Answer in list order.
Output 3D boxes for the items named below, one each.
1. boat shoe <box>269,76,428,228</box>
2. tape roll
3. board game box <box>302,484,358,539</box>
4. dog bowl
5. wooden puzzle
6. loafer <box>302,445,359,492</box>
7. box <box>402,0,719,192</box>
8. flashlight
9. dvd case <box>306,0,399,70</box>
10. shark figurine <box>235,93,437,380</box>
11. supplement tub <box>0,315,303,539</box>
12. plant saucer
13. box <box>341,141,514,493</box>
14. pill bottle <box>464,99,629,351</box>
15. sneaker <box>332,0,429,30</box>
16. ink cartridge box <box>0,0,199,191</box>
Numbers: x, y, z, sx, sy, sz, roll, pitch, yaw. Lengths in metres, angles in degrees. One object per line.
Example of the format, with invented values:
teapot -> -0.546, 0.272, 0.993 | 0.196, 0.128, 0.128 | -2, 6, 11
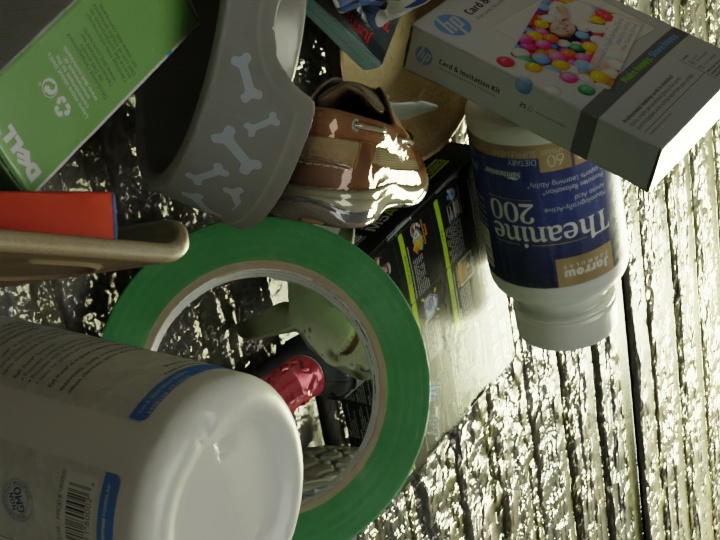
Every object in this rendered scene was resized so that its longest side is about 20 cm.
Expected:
boat shoe -> 0.000, -0.074, 0.950 | 0.200, 0.075, 0.073 | -48, 143, -75
tape roll -> -0.058, 0.071, 0.970 | 0.048, 0.198, 0.203 | 123, -17, -81
board game box -> -0.094, 0.255, 1.038 | 0.198, 0.041, 0.203 | -11, 116, -42
dog bowl -> -0.075, -0.127, 0.903 | 0.058, 0.200, 0.203 | 10, 91, -22
wooden puzzle -> -0.205, -0.013, 0.734 | 0.199, 0.183, 0.047 | -5, 88, -57
loafer -> -0.044, 0.172, 1.134 | 0.199, 0.069, 0.071 | -13, 115, -47
box -> 0.153, -0.146, 1.157 | 0.156, 0.199, 0.042 | -39, 150, -44
flashlight -> -0.059, 0.091, 1.077 | 0.199, 0.068, 0.068 | -31, 90, -44
dvd case -> -0.005, -0.255, 1.066 | 0.146, 0.022, 0.202 | 39, 58, -37
shark figurine -> -0.008, -0.014, 1.100 | 0.089, 0.127, 0.217 | 30, 55, -42
supplement tub -> -0.141, 0.100, 0.840 | 0.131, 0.198, 0.134 | -21, 117, -51
plant saucer -> 0.029, -0.179, 1.171 | 0.199, 0.035, 0.203 | -21, 115, -53
box -> 0.047, 0.033, 1.249 | 0.193, 0.047, 0.202 | -42, 132, -41
pill bottle -> 0.146, -0.044, 1.240 | 0.111, 0.110, 0.202 | -43, 132, -42
sneaker -> 0.047, -0.192, 0.968 | 0.199, 0.114, 0.082 | -44, 124, -76
ink cartridge box -> -0.181, -0.085, 0.810 | 0.201, 0.103, 0.060 | -53, 127, -34
